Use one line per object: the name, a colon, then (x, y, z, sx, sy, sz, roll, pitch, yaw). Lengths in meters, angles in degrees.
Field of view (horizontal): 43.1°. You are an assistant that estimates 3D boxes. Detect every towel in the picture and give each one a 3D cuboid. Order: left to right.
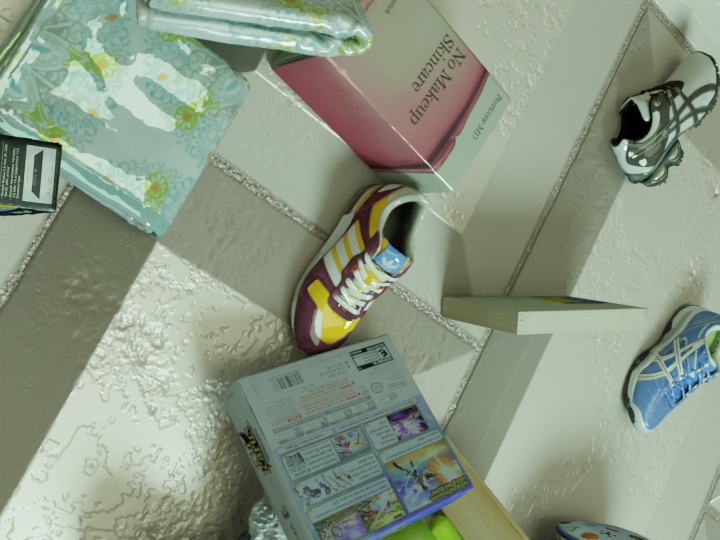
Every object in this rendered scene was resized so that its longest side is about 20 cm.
towel: (-0.211, -0.152, 0.789, 0.199, 0.048, 0.172, 37, 76, -29)
towel: (-0.099, -0.251, 0.785, 0.198, 0.172, 0.048, 3, 137, -20)

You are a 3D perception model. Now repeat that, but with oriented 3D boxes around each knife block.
knife block: (0.140, 0.295, 0.984, 0.064, 0.175, 0.202, -26, 107, -29)

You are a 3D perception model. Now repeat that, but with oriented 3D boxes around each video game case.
video game case: (-0.010, 0.168, 0.878, 0.199, 0.045, 0.182, -12, 64, -41)

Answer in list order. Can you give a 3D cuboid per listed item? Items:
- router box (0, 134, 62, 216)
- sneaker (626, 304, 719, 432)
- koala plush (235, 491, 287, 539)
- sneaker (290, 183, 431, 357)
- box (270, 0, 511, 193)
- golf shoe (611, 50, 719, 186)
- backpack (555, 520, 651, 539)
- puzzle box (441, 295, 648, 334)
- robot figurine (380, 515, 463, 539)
router box: (-0.312, -0.072, 0.653, 0.148, 0.199, 0.052, 6, 89, -31)
sneaker: (0.422, 0.128, 1.202, 0.076, 0.077, 0.201, 45, 73, -28)
koala plush: (-0.105, 0.307, 0.852, 0.200, 0.183, 0.179, -45, 143, -35)
sneaker: (0.000, 0.000, 0.918, 0.075, 0.090, 0.201, 31, 79, -30)
box: (0.033, -0.187, 0.910, 0.200, 0.109, 0.128, 41, 73, -27)
golf shoe: (0.383, -0.207, 1.146, 0.094, 0.077, 0.201, 37, 75, -29)
backpack: (0.285, 0.386, 1.084, 0.189, 0.200, 0.156, 3, 87, -25)
puzzle box: (0.209, 0.048, 1.029, 0.198, 0.133, 0.026, 1, 94, -31)
robot figurine: (0.036, 0.331, 0.941, 0.175, 0.116, 0.201, -31, 127, -19)
